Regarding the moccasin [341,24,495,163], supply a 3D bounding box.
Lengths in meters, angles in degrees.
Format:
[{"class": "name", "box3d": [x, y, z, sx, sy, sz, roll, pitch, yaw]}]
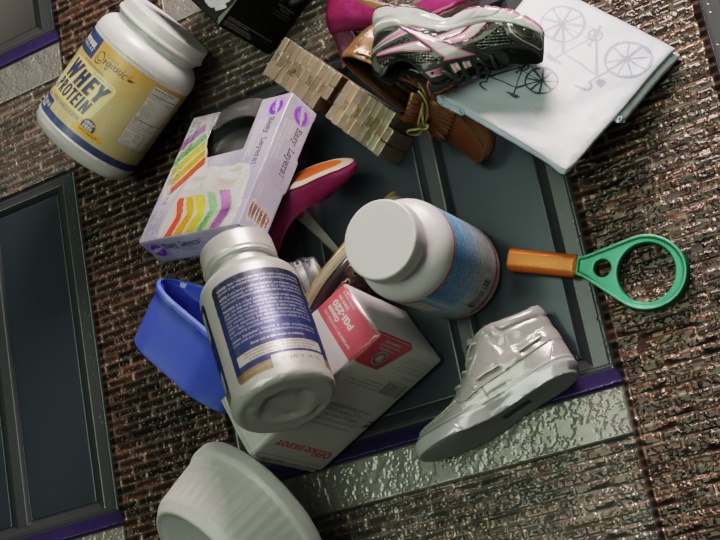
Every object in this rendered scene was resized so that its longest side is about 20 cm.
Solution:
[{"class": "moccasin", "box3d": [0.066, -0.190, 1.517, 0.201, 0.074, 0.078, 43, 62, -2]}]

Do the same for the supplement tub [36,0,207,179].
[{"class": "supplement tub", "box3d": [-0.299, -0.232, 1.715, 0.144, 0.144, 0.201, 44, 102, 28]}]

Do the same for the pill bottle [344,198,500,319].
[{"class": "pill bottle", "box3d": [0.065, -0.015, 1.442, 0.108, 0.200, 0.110, -6, 78, 27]}]

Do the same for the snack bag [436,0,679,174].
[{"class": "snack bag", "box3d": [0.211, -0.206, 1.461, 0.188, 0.021, 0.200, 34, 73, 27]}]

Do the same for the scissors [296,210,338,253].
[{"class": "scissors", "box3d": [-0.077, -0.081, 1.639, 0.199, 0.014, 0.074, 29, 95, 30]}]

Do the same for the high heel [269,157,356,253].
[{"class": "high heel", "box3d": [-0.072, -0.058, 1.607, 0.199, 0.068, 0.097, -25, 106, 27]}]

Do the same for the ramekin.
[{"class": "ramekin", "box3d": [-0.137, 0.296, 1.489, 0.201, 0.204, 0.094, 29, 53, 30]}]

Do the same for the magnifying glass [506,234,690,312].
[{"class": "magnifying glass", "box3d": [0.250, -0.003, 1.442, 0.198, 0.022, 0.080, 6, 83, 30]}]

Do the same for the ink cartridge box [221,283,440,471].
[{"class": "ink cartridge box", "box3d": [-0.032, 0.123, 1.499, 0.200, 0.145, 0.085, -45, 58, 13]}]

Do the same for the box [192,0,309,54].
[{"class": "box", "box3d": [-0.126, -0.400, 1.664, 0.149, 0.124, 0.200, 44, 101, 26]}]

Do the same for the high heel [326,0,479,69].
[{"class": "high heel", "box3d": [0.043, -0.311, 1.575, 0.199, 0.067, 0.097, -18, 84, 29]}]

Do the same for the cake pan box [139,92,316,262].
[{"class": "cake pan box", "box3d": [-0.156, -0.111, 1.609, 0.183, 0.052, 0.201, -5, 54, 42]}]

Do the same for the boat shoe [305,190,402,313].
[{"class": "boat shoe", "box3d": [0.000, 0.000, 1.520, 0.065, 0.072, 0.200, 37, 69, 6]}]

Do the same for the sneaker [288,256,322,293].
[{"class": "sneaker", "box3d": [-0.085, 0.017, 1.585, 0.198, 0.074, 0.082, 23, 78, 8]}]

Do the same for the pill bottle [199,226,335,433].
[{"class": "pill bottle", "box3d": [-0.104, 0.057, 1.410, 0.111, 0.111, 0.201, -34, 55, 19]}]

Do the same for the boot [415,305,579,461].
[{"class": "boot", "box3d": [0.133, 0.120, 1.462, 0.199, 0.074, 0.096, -32, 61, 11]}]

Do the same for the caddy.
[{"class": "caddy", "box3d": [-0.167, 0.080, 1.586, 0.199, 0.141, 0.106, 36, 101, 28]}]

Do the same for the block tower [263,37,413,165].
[{"class": "block tower", "box3d": [-0.023, -0.202, 1.611, 0.200, 0.058, 0.054, 38, 99, 27]}]

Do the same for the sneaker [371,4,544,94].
[{"class": "sneaker", "box3d": [0.102, -0.227, 1.454, 0.198, 0.080, 0.087, 5, 74, 24]}]
